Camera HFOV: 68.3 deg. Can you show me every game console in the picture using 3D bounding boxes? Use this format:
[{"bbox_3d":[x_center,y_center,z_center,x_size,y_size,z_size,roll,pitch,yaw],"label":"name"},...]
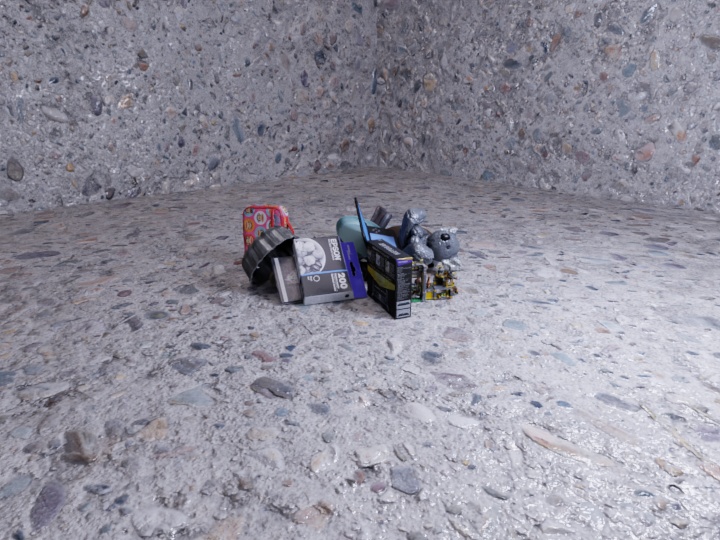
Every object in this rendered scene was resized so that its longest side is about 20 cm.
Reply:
[{"bbox_3d":[0.058,-0.110,1.615,0.169,0.119,0.204,8,39,-16],"label":"game console"}]

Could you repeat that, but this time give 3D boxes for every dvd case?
[{"bbox_3d":[-0.151,0.019,1.537,0.192,0.016,0.153,-7,57,-22],"label":"dvd case"}]

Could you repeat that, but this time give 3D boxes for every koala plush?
[{"bbox_3d":[0.225,-0.080,1.673,0.192,0.184,0.185,-1,-27,-14],"label":"koala plush"}]

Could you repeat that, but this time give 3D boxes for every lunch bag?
[{"bbox_3d":[-0.306,-0.117,1.791,0.168,0.209,0.082,2,13,9],"label":"lunch bag"}]

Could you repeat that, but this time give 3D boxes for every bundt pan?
[{"bbox_3d":[-0.276,-0.055,1.591,0.076,0.203,0.200,45,34,12],"label":"bundt pan"}]

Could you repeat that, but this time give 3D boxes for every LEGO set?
[{"bbox_3d":[0.187,0.009,1.527,0.191,0.121,0.154,0,18,0],"label":"LEGO set"}]

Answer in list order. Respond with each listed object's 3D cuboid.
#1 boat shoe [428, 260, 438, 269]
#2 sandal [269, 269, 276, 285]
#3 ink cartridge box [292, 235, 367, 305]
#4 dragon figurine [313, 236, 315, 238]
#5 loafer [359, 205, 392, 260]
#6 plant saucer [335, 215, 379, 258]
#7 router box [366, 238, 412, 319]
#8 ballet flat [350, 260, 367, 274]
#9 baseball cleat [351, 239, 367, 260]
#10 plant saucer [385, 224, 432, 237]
[{"bbox_3d":[0.163,-0.037,1.769,0.193,0.075,0.069,14,22,15],"label":"boat shoe"},{"bbox_3d":[-0.179,0.020,1.604,0.191,0.083,0.055,1,38,-11],"label":"sandal"},{"bbox_3d":[-0.086,-0.007,1.532,0.192,0.044,0.204,-5,57,-18],"label":"ink cartridge box"},{"bbox_3d":[-0.110,-0.073,1.725,0.095,0.061,0.200,14,-3,-4],"label":"dragon figurine"},{"bbox_3d":[0.032,-0.128,1.838,0.062,0.203,0.072,38,9,14],"label":"loafer"},{"bbox_3d":[0.008,-0.101,1.700,0.193,0.028,0.204,18,37,-13],"label":"plant saucer"},{"bbox_3d":[0.075,0.018,1.441,0.050,0.164,0.200,-7,19,-20],"label":"router box"},{"bbox_3d":[0.000,0.000,1.691,0.195,0.059,0.065,7,9,44],"label":"ballet flat"},{"bbox_3d":[0.025,-0.050,1.729,0.194,0.072,0.107,26,24,8],"label":"baseball cleat"},{"bbox_3d":[0.155,-0.094,1.829,0.191,0.036,0.202,1,-26,1],"label":"plant saucer"}]
